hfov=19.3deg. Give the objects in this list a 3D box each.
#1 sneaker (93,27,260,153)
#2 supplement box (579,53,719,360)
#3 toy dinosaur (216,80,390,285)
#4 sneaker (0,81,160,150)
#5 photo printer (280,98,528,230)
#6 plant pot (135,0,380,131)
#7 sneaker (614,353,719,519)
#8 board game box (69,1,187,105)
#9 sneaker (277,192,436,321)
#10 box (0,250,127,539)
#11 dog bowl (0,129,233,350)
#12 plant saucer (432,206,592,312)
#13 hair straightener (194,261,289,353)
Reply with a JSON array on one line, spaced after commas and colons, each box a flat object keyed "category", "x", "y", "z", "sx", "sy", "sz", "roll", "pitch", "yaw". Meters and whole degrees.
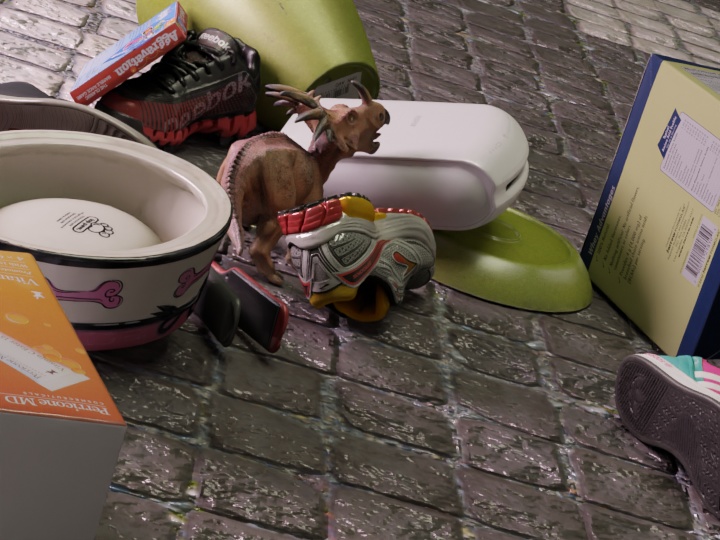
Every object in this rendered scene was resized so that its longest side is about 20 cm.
[{"category": "sneaker", "x": -0.147, "y": -0.153, "z": 1.760, "sx": 0.071, "sy": 0.099, "sz": 0.200, "roll": 30, "pitch": 23, "yaw": 25}, {"category": "supplement box", "x": 0.301, "y": -0.041, "z": 1.710, "sx": 0.133, "sy": 0.202, "sz": 0.200, "roll": 9, "pitch": 21, "yaw": -26}, {"category": "toy dinosaur", "x": -0.063, "y": -0.073, "z": 1.552, "sx": 0.085, "sy": 0.137, "sz": 0.200, "roll": 24, "pitch": 20, "yaw": 16}, {"category": "sneaker", "x": -0.220, "y": -0.102, "z": 1.563, "sx": 0.198, "sy": 0.076, "sz": 0.106, "roll": 17, "pitch": 17, "yaw": 12}, {"category": "photo printer", "x": 0.035, "y": -0.087, "z": 1.701, "sx": 0.198, "sy": 0.070, "sz": 0.167, "roll": 3, "pitch": 21, "yaw": 11}, {"category": "plant pot", "x": -0.074, "y": -0.209, "z": 1.900, "sx": 0.186, "sy": 0.188, "sz": 0.200, "roll": 0, "pitch": 40, "yaw": -43}, {"category": "sneaker", "x": 0.270, "y": 0.114, "z": 1.444, "sx": 0.120, "sy": 0.084, "sz": 0.200, "roll": -1, "pitch": 24, "yaw": -24}, {"category": "board game box", "x": -0.190, "y": -0.181, "z": 1.762, "sx": 0.020, "sy": 0.103, "sz": 0.200, "roll": 54, "pitch": 4, "yaw": -12}, {"category": "sneaker", "x": 0.000, "y": 0.000, "z": 1.527, "sx": 0.077, "sy": 0.083, "sz": 0.200, "roll": -15, "pitch": -10, "yaw": 23}, {"category": "box", "x": -0.212, "y": 0.067, "z": 1.077, "sx": 0.123, "sy": 0.098, "sz": 0.200, "roll": 9, "pitch": 21, "yaw": -28}, {"category": "dog bowl", "x": -0.183, "y": -0.018, "z": 1.343, "sx": 0.198, "sy": 0.074, "sz": 0.200, "roll": 9, "pitch": 23, "yaw": -4}, {"category": "plant saucer", "x": 0.102, "y": -0.024, "z": 1.739, "sx": 0.198, "sy": 0.031, "sz": 0.200, "roll": 17, "pitch": 19, "yaw": -6}, {"category": "hair straightener", "x": -0.122, "y": -0.001, "z": 1.443, "sx": 0.076, "sy": 0.041, "sz": 0.200, "roll": 7, "pitch": 21, "yaw": -31}]
